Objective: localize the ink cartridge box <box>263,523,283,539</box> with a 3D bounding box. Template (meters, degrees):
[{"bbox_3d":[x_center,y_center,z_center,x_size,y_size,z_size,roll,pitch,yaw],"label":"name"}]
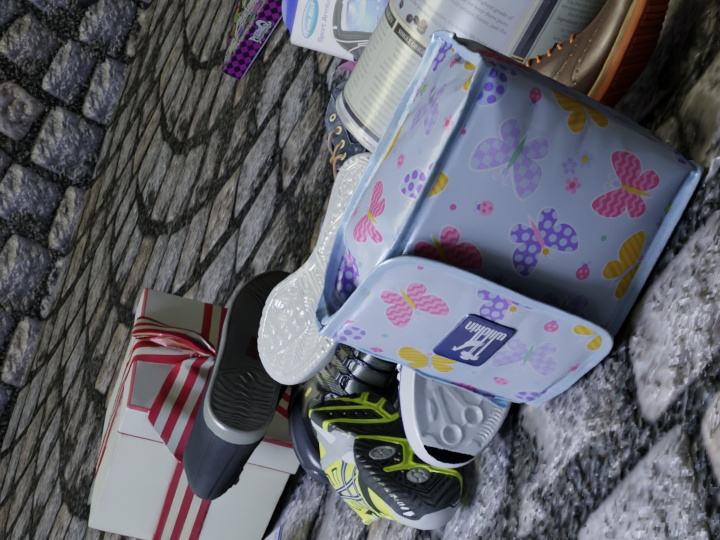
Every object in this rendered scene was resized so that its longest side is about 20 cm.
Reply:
[{"bbox_3d":[-0.103,0.301,1.397,0.200,0.037,0.095,130,155,-51],"label":"ink cartridge box"}]

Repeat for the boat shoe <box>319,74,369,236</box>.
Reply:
[{"bbox_3d":[-0.002,-0.092,1.358,0.200,0.091,0.071,-55,-23,-34],"label":"boat shoe"}]

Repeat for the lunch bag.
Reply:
[{"bbox_3d":[0.086,-0.019,0.989,0.200,0.169,0.127,-61,21,13],"label":"lunch bag"}]

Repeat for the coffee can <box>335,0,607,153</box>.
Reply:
[{"bbox_3d":[0.089,-0.176,1.188,0.200,0.146,0.146,-60,20,25],"label":"coffee can"}]

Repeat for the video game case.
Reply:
[{"bbox_3d":[-0.128,-0.392,2.230,0.200,0.036,0.182,-49,25,47],"label":"video game case"}]

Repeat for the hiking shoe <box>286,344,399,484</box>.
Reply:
[{"bbox_3d":[0.000,0.071,1.288,0.101,0.076,0.201,145,143,-65],"label":"hiking shoe"}]

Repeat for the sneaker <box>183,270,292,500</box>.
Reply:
[{"bbox_3d":[-0.098,0.090,1.335,0.106,0.075,0.200,-61,4,43],"label":"sneaker"}]

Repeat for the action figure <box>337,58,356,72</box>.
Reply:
[{"bbox_3d":[0.053,-0.200,1.451,0.149,0.134,0.200,35,115,34],"label":"action figure"}]

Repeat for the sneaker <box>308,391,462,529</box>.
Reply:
[{"bbox_3d":[0.025,0.150,1.171,0.200,0.075,0.077,-144,43,-67],"label":"sneaker"}]

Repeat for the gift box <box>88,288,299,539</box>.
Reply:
[{"bbox_3d":[-0.136,0.144,1.450,0.200,0.184,0.187,-99,25,-51],"label":"gift box"}]

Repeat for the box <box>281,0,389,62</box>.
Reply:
[{"bbox_3d":[0.017,-0.235,1.370,0.200,0.041,0.119,23,106,39],"label":"box"}]

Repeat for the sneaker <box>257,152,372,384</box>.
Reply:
[{"bbox_3d":[0.001,0.001,1.250,0.077,0.111,0.200,35,110,30],"label":"sneaker"}]

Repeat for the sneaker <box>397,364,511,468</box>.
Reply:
[{"bbox_3d":[0.054,0.063,1.154,0.146,0.080,0.201,127,154,-61],"label":"sneaker"}]

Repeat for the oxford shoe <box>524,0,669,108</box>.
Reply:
[{"bbox_3d":[0.142,-0.132,1.070,0.200,0.073,0.071,-63,-20,18],"label":"oxford shoe"}]
